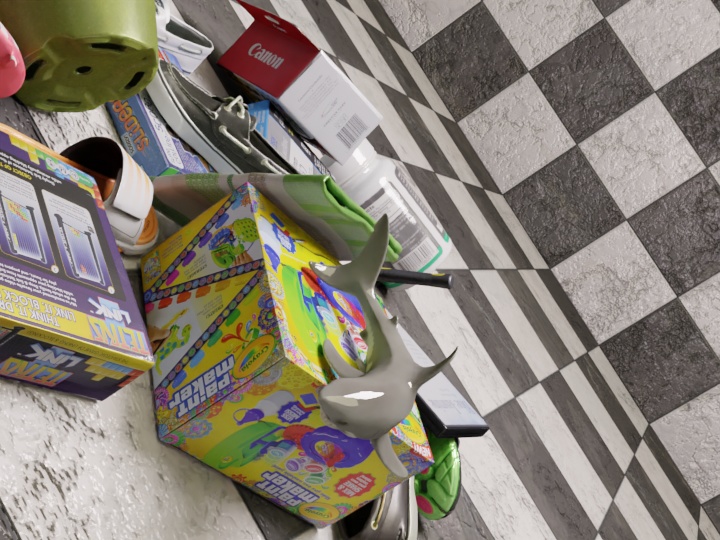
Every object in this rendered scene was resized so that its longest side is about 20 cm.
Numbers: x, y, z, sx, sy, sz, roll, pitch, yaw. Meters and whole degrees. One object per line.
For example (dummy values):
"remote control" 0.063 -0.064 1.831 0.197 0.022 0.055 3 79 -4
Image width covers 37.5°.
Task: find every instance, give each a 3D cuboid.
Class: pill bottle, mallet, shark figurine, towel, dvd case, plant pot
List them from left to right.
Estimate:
"plant pot" -0.248 -0.241 0.879 0.200 0.200 0.190 21 51 -64
"towel" -0.081 -0.042 0.939 0.149 0.200 0.031 38 61 -52
"mallet" 0.000 0.000 1.116 0.066 0.199 0.041 -37 132 -78
"pill bottle" 0.025 -0.079 1.433 0.200 0.113 0.113 52 16 -16
"shark figurine" 0.029 0.059 0.789 0.128 0.089 0.215 50 21 -26
"dvd case" 0.047 0.098 1.121 0.200 0.018 0.143 49 12 22

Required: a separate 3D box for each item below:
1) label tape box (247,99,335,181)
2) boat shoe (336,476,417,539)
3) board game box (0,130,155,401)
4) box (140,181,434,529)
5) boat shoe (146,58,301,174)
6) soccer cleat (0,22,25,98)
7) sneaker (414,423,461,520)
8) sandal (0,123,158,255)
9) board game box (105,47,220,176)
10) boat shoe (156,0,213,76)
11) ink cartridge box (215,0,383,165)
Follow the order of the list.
"label tape box" -0.110 -0.133 1.236 0.200 0.063 0.144 49 17 -25
"boat shoe" 0.010 0.168 0.959 0.061 0.072 0.202 42 30 -38
"board game box" -0.231 -0.015 0.667 0.200 0.057 0.166 31 32 -57
"box" -0.063 0.073 0.867 0.200 0.122 0.193 41 23 -42
"boat shoe" -0.133 -0.143 1.054 0.200 0.064 0.071 47 19 -29
"soccer cleat" -0.321 -0.196 0.751 0.200 0.067 0.077 35 21 -45
"sneaker" 0.082 0.189 1.143 0.084 0.077 0.200 42 22 -28
"sandal" -0.212 -0.073 0.828 0.207 0.059 0.079 30 31 -58
"board game box" -0.201 -0.156 1.064 0.135 0.034 0.200 23 36 -61
"boat shoe" -0.235 -0.272 1.137 0.200 0.067 0.074 24 35 -62
"ink cartridge box" -0.094 -0.243 1.341 0.176 0.084 0.200 43 -4 -37
